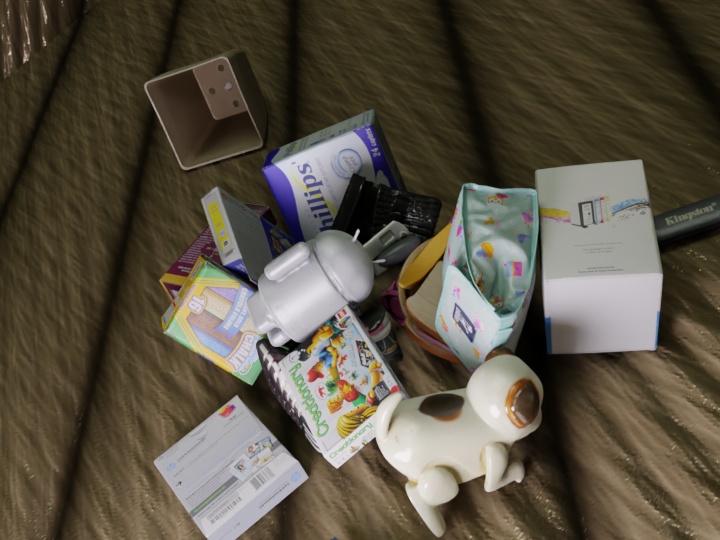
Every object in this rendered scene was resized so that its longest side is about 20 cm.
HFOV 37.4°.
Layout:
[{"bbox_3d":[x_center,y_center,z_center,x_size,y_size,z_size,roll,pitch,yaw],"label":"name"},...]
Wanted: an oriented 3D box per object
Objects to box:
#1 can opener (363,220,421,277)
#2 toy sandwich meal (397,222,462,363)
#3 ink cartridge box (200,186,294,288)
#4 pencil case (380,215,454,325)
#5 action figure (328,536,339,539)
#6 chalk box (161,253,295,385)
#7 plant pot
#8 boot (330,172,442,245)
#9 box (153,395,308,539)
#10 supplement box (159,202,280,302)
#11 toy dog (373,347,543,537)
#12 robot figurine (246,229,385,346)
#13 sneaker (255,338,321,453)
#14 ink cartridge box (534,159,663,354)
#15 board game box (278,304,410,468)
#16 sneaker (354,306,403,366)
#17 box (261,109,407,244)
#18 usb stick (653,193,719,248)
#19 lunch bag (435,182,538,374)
[{"bbox_3d":[0.000,0.000,1.605,0.199,0.053,0.066,-38,11,-1],"label":"can opener"},{"bbox_3d":[0.139,0.025,1.478,0.202,0.070,0.208,0,63,-1],"label":"toy sandwich meal"},{"bbox_3d":[-0.148,-0.009,1.636,0.047,0.197,0.201,-34,50,16],"label":"ink cartridge box"},{"bbox_3d":[0.122,-0.001,1.579,0.093,0.091,0.200,20,59,44],"label":"pencil case"},{"bbox_3d":[-0.019,0.385,1.209,0.192,0.106,0.200,-25,9,-8],"label":"action figure"},{"bbox_3d":[-0.184,0.083,1.599,0.125,0.199,0.124,-57,13,-2],"label":"chalk box"},{"bbox_3d":[-0.303,-0.359,2.245,0.197,0.202,0.178,-14,25,20],"label":"plant pot"},{"bbox_3d":[0.029,-0.040,1.686,0.156,0.213,0.080,19,27,-7],"label":"boot"},{"bbox_3d":[-0.183,0.276,1.475,0.155,0.041,0.200,-38,37,-14],"label":"box"},{"bbox_3d":[-0.216,0.002,1.766,0.102,0.132,0.201,9,49,39],"label":"supplement box"},{"bbox_3d":[0.125,0.178,1.265,0.199,0.195,0.140,-32,22,5],"label":"toy dog"},{"bbox_3d":[-0.062,0.022,1.479,0.199,0.170,0.114,-35,51,11],"label":"robot figurine"},{"bbox_3d":[-0.059,0.156,1.501,0.115,0.076,0.201,-28,58,-17],"label":"sneaker"},{"bbox_3d":[0.303,-0.018,1.372,0.142,0.148,0.202,-4,47,9],"label":"ink cartridge box"},{"bbox_3d":[-0.023,0.145,1.374,0.126,0.035,0.200,-40,37,4],"label":"board game box"},{"bbox_3d":[-0.003,0.107,1.538,0.080,0.087,0.200,-35,14,-16],"label":"sneaker"},{"bbox_3d":[-0.035,-0.136,1.751,0.198,0.186,0.105,-21,20,11],"label":"box"},{"bbox_3d":[0.453,-0.067,1.479,0.198,0.033,0.056,-19,38,13],"label":"usb stick"},{"bbox_3d":[0.162,0.020,1.346,0.120,0.171,0.202,5,56,-2],"label":"lunch bag"}]
